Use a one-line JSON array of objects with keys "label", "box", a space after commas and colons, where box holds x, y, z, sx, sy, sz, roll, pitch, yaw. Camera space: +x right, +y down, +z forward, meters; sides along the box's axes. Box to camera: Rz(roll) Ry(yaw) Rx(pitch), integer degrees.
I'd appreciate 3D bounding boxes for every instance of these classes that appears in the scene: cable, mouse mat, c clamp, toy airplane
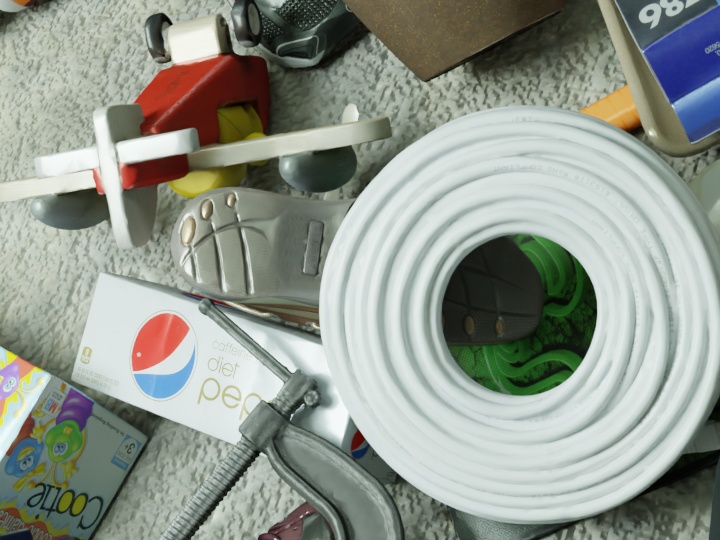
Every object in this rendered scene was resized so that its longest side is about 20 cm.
[{"label": "cable", "box": [0.077, 0.023, 0.722, 0.198, 0.069, 0.202, -26, 89, 11]}, {"label": "mouse mat", "box": [0.097, 0.034, 0.802, 0.160, 0.008, 0.202, -26, 60, 15]}, {"label": "c clamp", "box": [-0.069, 0.140, 0.756, 0.170, 0.027, 0.201, 31, 80, 21]}, {"label": "toy airplane", "box": [-0.102, -0.061, 0.893, 0.198, 0.142, 0.200, -28, 28, -21]}]

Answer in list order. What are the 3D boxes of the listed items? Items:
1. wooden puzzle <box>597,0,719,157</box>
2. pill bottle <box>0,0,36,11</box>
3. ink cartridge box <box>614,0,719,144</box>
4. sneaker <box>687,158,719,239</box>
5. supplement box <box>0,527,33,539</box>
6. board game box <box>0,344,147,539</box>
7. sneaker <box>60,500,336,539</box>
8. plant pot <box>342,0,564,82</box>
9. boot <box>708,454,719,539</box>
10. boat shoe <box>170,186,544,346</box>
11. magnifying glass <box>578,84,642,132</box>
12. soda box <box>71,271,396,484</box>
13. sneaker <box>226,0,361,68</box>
[{"label": "wooden puzzle", "box": [0.230, -0.168, 0.820, 0.198, 0.046, 0.187, -25, 55, 18]}, {"label": "pill bottle", "box": [-0.244, -0.261, 1.095, 0.199, 0.114, 0.115, -35, 53, 9]}, {"label": "ink cartridge box", "box": [0.176, -0.170, 0.800, 0.099, 0.039, 0.201, -29, 54, 14]}, {"label": "sneaker", "box": [0.220, -0.056, 0.730, 0.199, 0.093, 0.071, -33, 69, 8]}, {"label": "supplement box", "box": [-0.212, 0.248, 0.765, 0.108, 0.109, 0.202, -19, 82, 19]}, {"label": "board game box", "box": [-0.246, 0.089, 0.916, 0.199, 0.105, 0.104, 24, 77, 35]}, {"label": "sneaker", "box": [-0.068, 0.160, 0.803, 0.199, 0.076, 0.116, 24, 78, 26]}, {"label": "plant pot", "box": [0.034, -0.219, 0.866, 0.186, 0.187, 0.202, -26, 94, 14]}, {"label": "boot", "box": [0.155, 0.166, 0.657, 0.163, 0.073, 0.199, -57, 6, 23]}, {"label": "boat shoe", "box": [0.000, 0.000, 0.810, 0.198, 0.072, 0.077, 13, 77, 4]}, {"label": "magnifying glass", "box": [0.084, -0.056, 0.860, 0.199, 0.022, 0.080, -27, 55, 13]}, {"label": "soda box", "box": [-0.067, 0.058, 0.848, 0.198, 0.063, 0.069, 16, 91, 34]}, {"label": "sneaker", "box": [-0.077, -0.208, 0.991, 0.080, 0.086, 0.200, -48, 53, 0]}]
